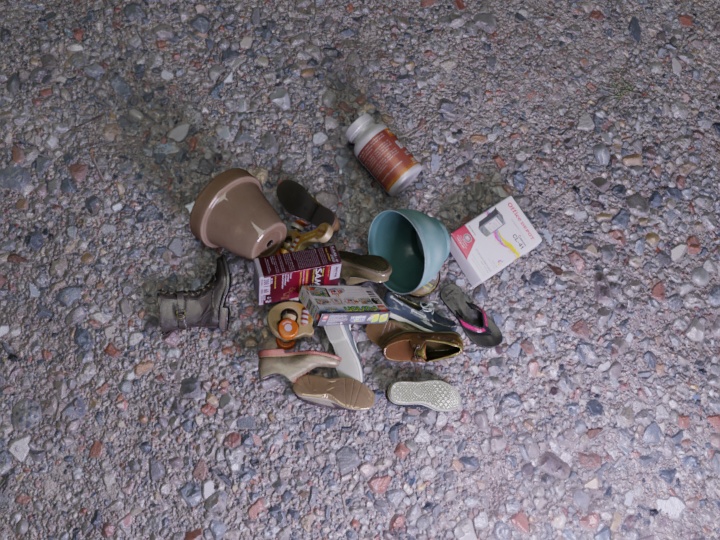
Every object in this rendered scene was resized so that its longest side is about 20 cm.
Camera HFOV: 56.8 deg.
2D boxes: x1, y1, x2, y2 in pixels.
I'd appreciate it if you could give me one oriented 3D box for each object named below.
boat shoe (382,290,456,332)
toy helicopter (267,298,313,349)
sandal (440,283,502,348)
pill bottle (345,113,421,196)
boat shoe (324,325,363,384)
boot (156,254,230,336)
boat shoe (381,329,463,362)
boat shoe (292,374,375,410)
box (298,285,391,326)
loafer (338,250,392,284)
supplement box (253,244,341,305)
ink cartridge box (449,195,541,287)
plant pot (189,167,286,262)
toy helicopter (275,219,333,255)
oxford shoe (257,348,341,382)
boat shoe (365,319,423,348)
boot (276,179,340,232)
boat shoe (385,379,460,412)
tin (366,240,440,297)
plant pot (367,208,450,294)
[{"bbox_3d":[0.148,0.103,1.643,0.198,0.075,0.063,20,106,6],"label":"boat shoe"},{"bbox_3d":[-0.133,0.097,1.621,0.198,0.079,0.133,-18,66,-20],"label":"toy helicopter"},{"bbox_3d":[0.277,0.116,1.671,0.075,0.045,0.200,-41,84,-14],"label":"sandal"},{"bbox_3d":[0.055,-0.299,1.707,0.112,0.112,0.200,-39,84,-13],"label":"pill bottle"},{"bbox_3d":[-0.028,0.189,1.599,0.062,0.072,0.203,-33,107,-53],"label":"boat shoe"},{"bbox_3d":[-0.399,0.057,1.596,0.171,0.069,0.203,2,79,-7],"label":"boot"},{"bbox_3d":[0.144,0.180,1.571,0.197,0.068,0.073,-11,103,7],"label":"boat shoe"},{"bbox_3d":[-0.063,0.295,1.581,0.197,0.065,0.073,9,60,-2],"label":"boat shoe"},{"bbox_3d":[-0.036,0.080,1.572,0.198,0.035,0.110,2,34,-36],"label":"box"},{"bbox_3d":[0.000,0.000,1.616,0.076,0.199,0.068,-24,118,-36],"label":"loafer"},{"bbox_3d":[-0.149,0.010,1.566,0.197,0.109,0.061,-12,55,-17],"label":"supplement box"},{"bbox_3d":[0.336,-0.074,1.702,0.199,0.086,0.149,-33,82,-11],"label":"ink cartridge box"},{"bbox_3d":[-0.272,-0.109,1.562,0.174,0.201,0.200,38,75,21],"label":"plant pot"},{"bbox_3d":[-0.141,-0.077,1.612,0.079,0.198,0.134,37,49,-37],"label":"toy helicopter"},{"bbox_3d":[-0.142,0.225,1.561,0.197,0.071,0.076,0,75,1],"label":"oxford shoe"},{"bbox_3d":[0.108,0.165,1.639,0.197,0.063,0.074,19,101,1],"label":"boat shoe"},{"bbox_3d":[-0.131,-0.157,1.684,0.199,0.075,0.074,38,94,21],"label":"boot"},{"bbox_3d":[0.149,0.301,1.607,0.197,0.062,0.076,8,71,-20],"label":"boat shoe"},{"bbox_3d":[0.106,-0.007,1.685,0.198,0.042,0.113,29,72,1],"label":"tin"},{"bbox_3d":[0.130,-0.059,1.597,0.133,0.200,0.202,-18,78,-37],"label":"plant pot"}]
